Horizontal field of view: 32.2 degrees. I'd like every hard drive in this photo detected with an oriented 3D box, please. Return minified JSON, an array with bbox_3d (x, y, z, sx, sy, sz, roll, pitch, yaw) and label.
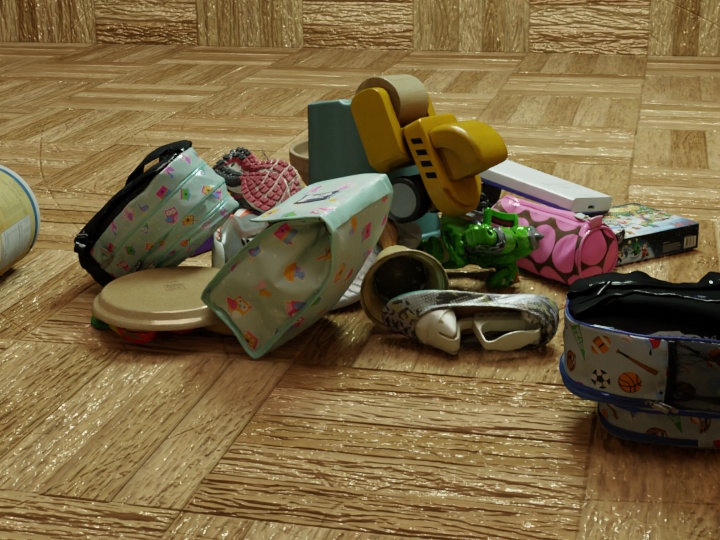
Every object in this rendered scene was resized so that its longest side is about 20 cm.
[{"bbox_3d":[0.243,-0.123,1.772,0.199,0.026,0.131,24,17,32],"label":"hard drive"}]

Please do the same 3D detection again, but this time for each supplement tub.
[{"bbox_3d":[-0.508,-0.048,1.590,0.143,0.146,0.200,2,18,8],"label":"supplement tub"}]

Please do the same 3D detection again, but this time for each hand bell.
[{"bbox_3d":[0.036,-0.020,1.500,0.103,0.105,0.200,-3,27,-8],"label":"hand bell"}]

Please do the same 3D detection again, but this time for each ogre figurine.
[{"bbox_3d":[0.150,-0.029,1.570,0.119,0.099,0.200,-2,-27,-21],"label":"ogre figurine"}]

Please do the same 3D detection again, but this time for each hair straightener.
[{"bbox_3d":[0.167,-0.106,1.745,0.076,0.041,0.200,21,11,19],"label":"hair straightener"}]

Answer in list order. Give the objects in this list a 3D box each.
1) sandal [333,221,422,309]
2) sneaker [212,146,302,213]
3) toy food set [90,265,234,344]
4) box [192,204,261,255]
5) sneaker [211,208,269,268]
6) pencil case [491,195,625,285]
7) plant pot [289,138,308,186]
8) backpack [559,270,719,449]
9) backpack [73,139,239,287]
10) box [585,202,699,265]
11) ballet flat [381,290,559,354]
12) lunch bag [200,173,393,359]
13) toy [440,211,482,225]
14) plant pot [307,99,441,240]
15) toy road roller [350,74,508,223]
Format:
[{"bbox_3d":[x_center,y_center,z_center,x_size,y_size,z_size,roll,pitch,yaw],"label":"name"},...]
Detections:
[{"bbox_3d":[0.005,0.004,1.561,0.202,0.050,0.082,-34,49,-29],"label":"sandal"},{"bbox_3d":[-0.133,-0.116,1.776,0.081,0.075,0.200,-42,37,-10],"label":"sneaker"},{"bbox_3d":[-0.216,0.041,1.465,0.198,0.049,0.197,-13,21,-31],"label":"toy food set"},{"bbox_3d":[-0.230,-0.075,1.832,0.136,0.040,0.199,12,22,34],"label":"box"},{"bbox_3d":[-0.146,-0.039,1.669,0.081,0.078,0.200,9,20,8],"label":"sneaker"},{"bbox_3d":[0.244,-0.043,1.624,0.090,0.095,0.199,-29,28,-29],"label":"pencil case"},{"bbox_3d":[-0.012,-0.152,1.971,0.198,0.094,0.201,-1,17,0],"label":"plant pot"},{"bbox_3d":[0.282,0.075,1.176,0.188,0.156,0.200,11,14,10],"label":"backpack"},{"bbox_3d":[-0.250,-0.070,1.573,0.200,0.127,0.167,-37,15,38],"label":"backpack"},{"bbox_3d":[0.349,-0.049,1.730,0.198,0.038,0.136,-11,21,-28],"label":"box"},{"bbox_3d":[0.121,0.059,1.373,0.198,0.073,0.072,-1,18,4],"label":"ballet flat"},{"bbox_3d":[-0.058,-0.021,1.383,0.122,0.200,0.170,45,32,6],"label":"lunch bag"},{"bbox_3d":[0.140,-0.080,1.806,0.199,0.048,0.115,27,21,36],"label":"toy"},{"bbox_3d":[0.009,-0.138,1.705,0.198,0.198,0.200,-7,7,1],"label":"plant pot"},{"bbox_3d":[0.092,-0.163,1.551,0.145,0.202,0.123,-23,-2,33],"label":"toy road roller"}]
